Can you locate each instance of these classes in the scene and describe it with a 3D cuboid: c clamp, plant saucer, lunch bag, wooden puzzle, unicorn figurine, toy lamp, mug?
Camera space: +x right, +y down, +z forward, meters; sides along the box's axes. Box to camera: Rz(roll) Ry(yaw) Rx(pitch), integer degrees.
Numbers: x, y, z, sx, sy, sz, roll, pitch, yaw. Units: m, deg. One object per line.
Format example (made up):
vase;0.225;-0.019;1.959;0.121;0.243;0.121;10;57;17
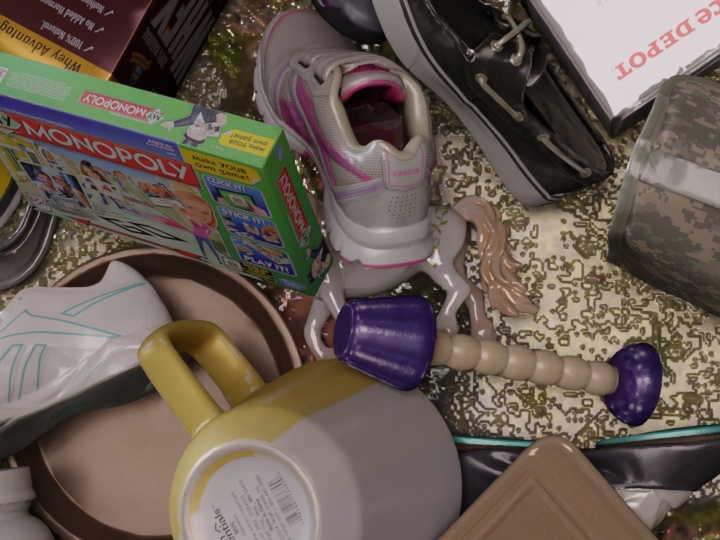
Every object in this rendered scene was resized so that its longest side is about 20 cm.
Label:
c clamp;-0.274;-0.085;1.188;0.199;0.027;0.172;26;88;8
plant saucer;-0.129;0.085;1.156;0.198;0.029;0.202;-1;85;7
lunch bag;0.229;-0.031;1.040;0.163;0.200;0.118;23;88;8
wooden puzzle;0.100;0.226;1.056;0.200;0.037;0.185;-43;96;-11
unicorn figurine;0.000;0.000;1.135;0.198;0.074;0.139;-11;83;-11
toy lamp;0.081;0.051;1.080;0.198;0.058;0.059;9;86;-20
mug;-0.051;0.124;1.042;0.185;0.153;0.151;17;97;18

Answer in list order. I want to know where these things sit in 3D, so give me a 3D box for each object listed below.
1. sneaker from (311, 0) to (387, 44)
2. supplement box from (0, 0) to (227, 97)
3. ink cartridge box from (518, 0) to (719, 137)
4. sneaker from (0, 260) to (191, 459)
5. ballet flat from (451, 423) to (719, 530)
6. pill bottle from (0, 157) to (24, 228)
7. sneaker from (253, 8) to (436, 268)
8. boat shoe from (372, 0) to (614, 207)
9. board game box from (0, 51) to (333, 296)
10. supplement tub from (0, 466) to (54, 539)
sneaker;0.009;-0.237;1.103;0.074;0.087;0.202;14;58;-27
supplement box;-0.182;-0.210;1.124;0.196;0.133;0.201;28;82;8
ink cartridge box;0.158;-0.206;1.120;0.146;0.086;0.201;-33;84;3
sneaker;-0.207;0.060;1.113;0.199;0.071;0.081;-22;71;-16
ballet flat;0.138;0.129;1.104;0.198;0.073;0.074;-4;85;12
pill bottle;-0.290;-0.094;1.070;0.111;0.200;0.113;-13;61;24
sneaker;-0.002;-0.099;1.097;0.081;0.089;0.201;-10;49;-26
boat shoe;0.081;-0.124;1.083;0.063;0.071;0.200;-17;126;39
board game box;-0.121;-0.056;1.041;0.198;0.135;0.029;17;65;22
supplement tub;-0.248;0.225;1.096;0.144;0.145;0.202;-7;86;6
